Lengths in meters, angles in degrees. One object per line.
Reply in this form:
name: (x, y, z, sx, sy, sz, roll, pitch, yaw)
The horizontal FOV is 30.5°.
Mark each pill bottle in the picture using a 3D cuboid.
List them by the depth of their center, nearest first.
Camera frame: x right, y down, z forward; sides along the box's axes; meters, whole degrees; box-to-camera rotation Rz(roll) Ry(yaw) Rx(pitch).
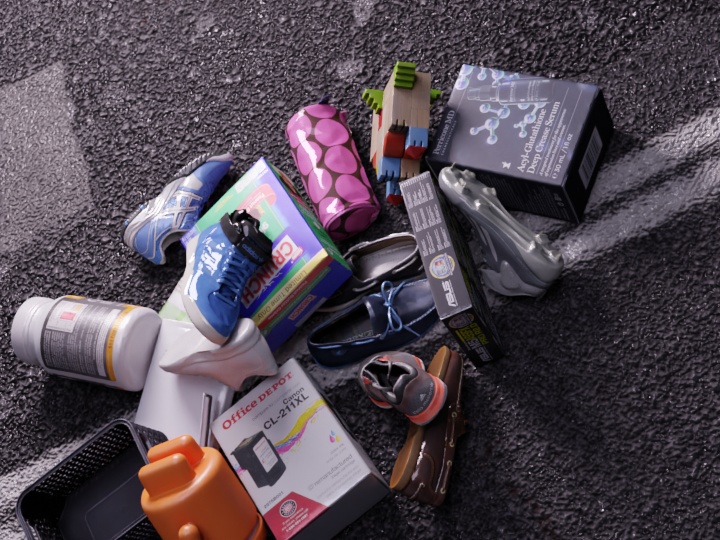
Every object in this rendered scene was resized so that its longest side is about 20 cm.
pill bottle: (-0.378, 0.096, 1.835, 0.197, 0.117, 0.118, 8, 68, 25)

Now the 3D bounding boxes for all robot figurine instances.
robot figurine: (-0.188, 0.297, 1.594, 0.116, 0.201, 0.143, -37, 22, -16)

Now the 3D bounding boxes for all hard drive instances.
hard drive: (-0.234, 0.173, 1.775, 0.130, 0.027, 0.203, 8, 76, 26)

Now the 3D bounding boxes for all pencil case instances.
pencil case: (-0.035, -0.139, 1.834, 0.092, 0.091, 0.202, -7, 58, -22)

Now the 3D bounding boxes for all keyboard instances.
keyboard: (-0.204, 0.259, 1.690, 0.010, 0.056, 0.203, 5, 82, -2)

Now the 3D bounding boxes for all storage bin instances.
storage bin: (-0.328, 0.302, 1.708, 0.199, 0.094, 0.136, -37, 63, 9)

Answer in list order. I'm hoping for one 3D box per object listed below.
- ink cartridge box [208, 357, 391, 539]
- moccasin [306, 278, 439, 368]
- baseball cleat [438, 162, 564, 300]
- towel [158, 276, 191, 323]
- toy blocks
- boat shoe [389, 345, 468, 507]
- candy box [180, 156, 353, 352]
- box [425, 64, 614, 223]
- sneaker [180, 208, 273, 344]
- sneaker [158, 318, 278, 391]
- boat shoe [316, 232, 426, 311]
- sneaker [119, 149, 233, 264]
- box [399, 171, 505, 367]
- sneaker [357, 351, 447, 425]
ink cartridge box: (-0.079, 0.235, 1.663, 0.145, 0.083, 0.201, -38, 57, 1)
moccasin: (0.023, 0.069, 1.712, 0.199, 0.068, 0.081, -32, 57, 5)
baseball cleat: (0.161, -0.040, 1.675, 0.200, 0.069, 0.107, 43, 126, 15)
towel: (-0.184, 0.028, 1.847, 0.148, 0.031, 0.201, 30, 82, 33)
toy blocks: (0.051, -0.172, 1.760, 0.098, 0.200, 0.139, 6, 75, -9)
boat shoe: (0.096, 0.193, 1.627, 0.070, 0.070, 0.202, 24, 63, -8)
candy box: (-0.128, -0.019, 1.767, 0.169, 0.077, 0.201, -43, 57, 12)
box: (0.210, -0.167, 1.731, 0.198, 0.107, 0.150, 13, 71, 28)
sneaker: (-0.162, -0.002, 1.666, 0.111, 0.077, 0.201, -36, 31, 19)
sneaker: (-0.184, 0.122, 1.709, 0.199, 0.089, 0.076, -11, 36, 49)
boat shoe: (0.000, 0.000, 1.761, 0.197, 0.060, 0.075, -14, 62, 16)
sneaker: (-0.253, -0.092, 1.915, 0.077, 0.076, 0.200, 44, 86, 10)
box: (0.115, 0.000, 1.655, 0.044, 0.160, 0.202, -22, 59, 11)
sneaker: (0.035, 0.126, 1.628, 0.078, 0.081, 0.199, -59, 24, -7)
